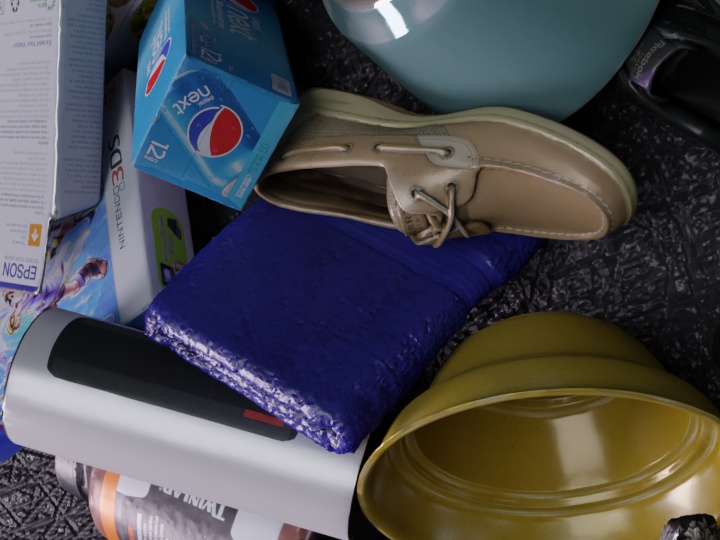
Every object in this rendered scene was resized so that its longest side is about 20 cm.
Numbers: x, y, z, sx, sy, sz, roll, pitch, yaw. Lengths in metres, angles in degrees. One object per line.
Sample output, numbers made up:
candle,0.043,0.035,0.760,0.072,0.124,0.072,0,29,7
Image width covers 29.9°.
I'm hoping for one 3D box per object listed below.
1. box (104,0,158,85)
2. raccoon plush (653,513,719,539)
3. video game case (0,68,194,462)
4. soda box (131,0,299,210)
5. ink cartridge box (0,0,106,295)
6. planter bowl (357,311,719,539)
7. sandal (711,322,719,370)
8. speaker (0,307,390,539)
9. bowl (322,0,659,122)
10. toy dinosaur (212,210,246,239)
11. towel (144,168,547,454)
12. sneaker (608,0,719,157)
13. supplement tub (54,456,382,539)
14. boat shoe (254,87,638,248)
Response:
box,-0.163,-0.158,0.876,0.200,0.039,0.041,-43,71,27
raccoon plush,0.212,0.194,0.688,0.133,0.097,0.200,8,143,1
video game case,-0.192,-0.002,0.864,0.200,0.045,0.182,-34,51,28
soda box,-0.084,-0.112,0.750,0.064,0.200,0.068,23,112,-18
ink cartridge box,-0.236,-0.091,0.869,0.199,0.041,0.201,7,93,45
planter bowl,0.098,0.079,0.697,0.200,0.200,0.084,-23,47,30
sandal,0.240,-0.016,0.634,0.048,0.075,0.201,-112,40,-57
speaker,-0.086,0.083,0.731,0.199,0.081,0.081,15,103,11
bowl,0.049,-0.174,0.672,0.201,0.105,0.202,-16,70,50
toy dinosaur,-0.050,0.022,0.808,0.200,0.077,0.103,-27,74,27
towel,0.000,0.000,0.722,0.147,0.200,0.050,28,146,28
sneaker,0.147,-0.119,0.671,0.200,0.087,0.076,38,112,22
supplement tub,-0.092,0.138,0.826,0.199,0.107,0.107,17,103,27
boat shoe,0.039,-0.040,0.679,0.199,0.065,0.071,12,144,30
